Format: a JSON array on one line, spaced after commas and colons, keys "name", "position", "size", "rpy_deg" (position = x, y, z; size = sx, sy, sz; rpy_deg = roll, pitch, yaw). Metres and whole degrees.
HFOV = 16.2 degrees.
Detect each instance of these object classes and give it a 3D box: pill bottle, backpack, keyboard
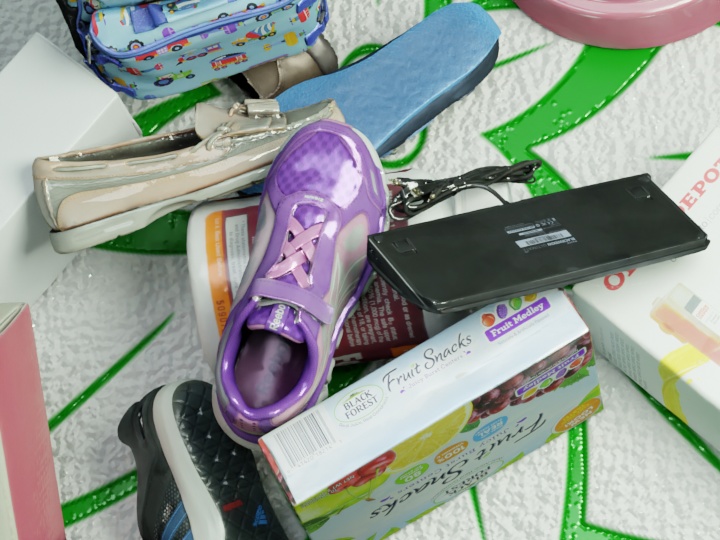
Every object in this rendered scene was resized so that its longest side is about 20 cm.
[{"name": "pill bottle", "position": [0.000, 0.000, 1.565], "size": [0.198, 0.114, 0.115], "rpy_deg": [-8, 67, 7]}, {"name": "backpack", "position": [-0.110, -0.207, 1.546], "size": [0.181, 0.200, 0.136], "rpy_deg": [-16, 76, -3]}, {"name": "keyboard", "position": [0.093, -0.025, 1.475], "size": [0.199, 0.021, 0.127], "rpy_deg": [-12, 40, -26]}]

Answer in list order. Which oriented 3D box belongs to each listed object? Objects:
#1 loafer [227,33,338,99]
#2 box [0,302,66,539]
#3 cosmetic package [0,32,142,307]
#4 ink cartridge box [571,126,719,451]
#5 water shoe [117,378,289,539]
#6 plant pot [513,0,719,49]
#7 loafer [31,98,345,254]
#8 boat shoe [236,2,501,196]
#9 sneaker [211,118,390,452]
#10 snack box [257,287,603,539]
[{"name": "loafer", "position": [-0.111, -0.166, 1.669], "size": [0.199, 0.073, 0.071], "rpy_deg": [31, 75, 19]}, {"name": "box", "position": [-0.254, 0.132, 1.507], "size": [0.127, 0.109, 0.202], "rpy_deg": [-5, 104, 8]}, {"name": "cosmetic package", "position": [-0.232, -0.039, 1.621], "size": [0.081, 0.113, 0.200], "rpy_deg": [35, 76, 19]}, {"name": "ink cartridge box", "position": [0.246, 0.033, 1.527], "size": [0.200, 0.084, 0.145], "rpy_deg": [39, 79, 21]}, {"name": "water shoe", "position": [-0.091, 0.167, 1.547], "size": [0.079, 0.071, 0.202], "rpy_deg": [-23, 79, 47]}, {"name": "plant pot", "position": [0.168, -0.267, 1.607], "size": [0.198, 0.179, 0.202], "rpy_deg": [-3, 69, 8]}, {"name": "loafer", "position": [-0.106, -0.072, 1.552], "size": [0.199, 0.072, 0.063], "rpy_deg": [-22, 99, -2]}, {"name": "boat shoe", "position": [0.008, -0.094, 1.627], "size": [0.199, 0.069, 0.085], "rpy_deg": [-26, 71, -3]}, {"name": "sneaker", "position": [-0.038, 0.010, 1.468], "size": [0.080, 0.088, 0.202], "rpy_deg": [16, 90, 8]}, {"name": "snack box", "position": [0.046, 0.091, 1.505], "size": [0.199, 0.142, 0.053], "rpy_deg": [-30, 68, -3]}]
